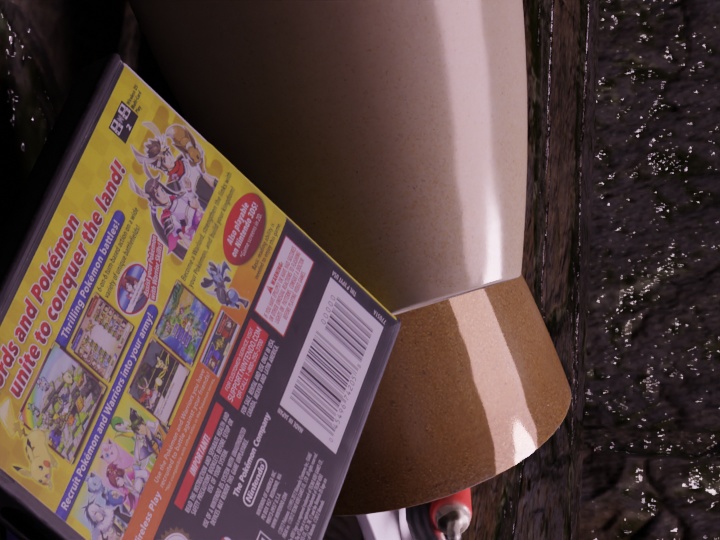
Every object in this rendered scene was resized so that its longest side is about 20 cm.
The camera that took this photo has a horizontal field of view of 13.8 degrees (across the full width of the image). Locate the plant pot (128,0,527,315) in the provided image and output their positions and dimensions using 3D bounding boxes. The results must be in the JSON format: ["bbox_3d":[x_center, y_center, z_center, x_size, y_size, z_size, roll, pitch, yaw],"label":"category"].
[{"bbox_3d":[0.001,-0.081,1.333,0.187,0.186,0.201,-4,78,-80],"label":"plant pot"}]

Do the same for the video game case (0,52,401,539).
[{"bbox_3d":[-0.076,0.043,1.190,0.181,0.025,0.201,43,47,-26],"label":"video game case"}]

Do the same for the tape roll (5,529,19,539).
[{"bbox_3d":[-0.088,0.090,1.316,0.200,0.084,0.201,3,90,-79],"label":"tape roll"}]

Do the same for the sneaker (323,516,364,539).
[{"bbox_3d":[-0.018,0.171,1.735,0.079,0.078,0.201,42,49,-69],"label":"sneaker"}]

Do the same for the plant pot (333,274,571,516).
[{"bbox_3d":[0.000,0.000,1.603,0.187,0.185,0.201,-68,145,-62],"label":"plant pot"}]

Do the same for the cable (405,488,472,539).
[{"bbox_3d":[0.056,0.095,1.751,0.200,0.050,0.098,-62,137,-62],"label":"cable"}]

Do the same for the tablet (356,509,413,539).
[{"bbox_3d":[0.026,0.108,1.760,0.200,0.014,0.131,-76,153,-54],"label":"tablet"}]
